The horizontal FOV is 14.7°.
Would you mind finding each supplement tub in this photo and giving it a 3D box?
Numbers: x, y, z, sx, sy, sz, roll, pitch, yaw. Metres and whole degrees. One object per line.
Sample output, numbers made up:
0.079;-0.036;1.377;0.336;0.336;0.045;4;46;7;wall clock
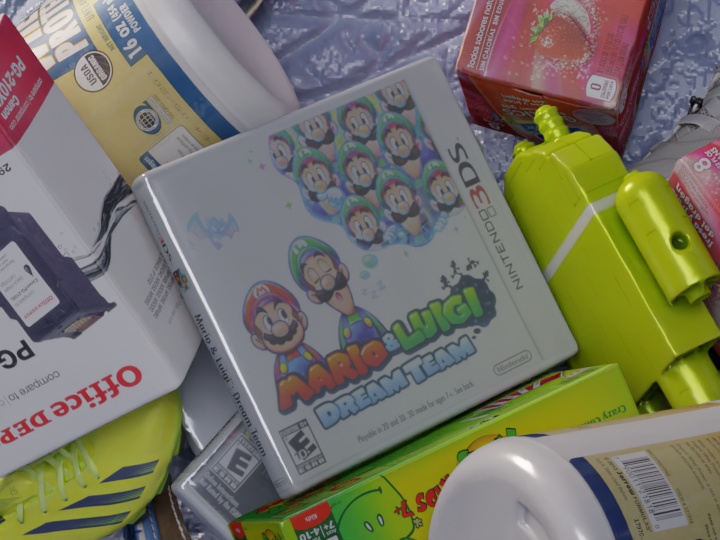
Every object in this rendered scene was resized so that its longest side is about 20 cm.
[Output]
-0.148;-0.075;1.544;0.200;0.145;0.145;-38;74;10;supplement tub
0.148;0.141;1.363;0.199;0.144;0.145;-7;71;-32;supplement tub

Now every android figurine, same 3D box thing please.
0.135;0.008;1.499;0.041;0.182;0.201;-21;72;-20;android figurine

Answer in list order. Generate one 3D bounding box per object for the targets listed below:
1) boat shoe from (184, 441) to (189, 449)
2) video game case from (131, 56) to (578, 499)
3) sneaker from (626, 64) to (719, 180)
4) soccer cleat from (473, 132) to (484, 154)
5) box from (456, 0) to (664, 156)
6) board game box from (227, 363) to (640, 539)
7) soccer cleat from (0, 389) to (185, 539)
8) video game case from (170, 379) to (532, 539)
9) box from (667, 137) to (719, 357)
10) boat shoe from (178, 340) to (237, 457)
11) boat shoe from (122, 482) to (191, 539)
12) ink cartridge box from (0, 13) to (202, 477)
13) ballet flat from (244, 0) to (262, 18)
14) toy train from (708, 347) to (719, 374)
-0.081;0.003;1.585;0.073;0.065;0.201;19;79;12;boat shoe
0.000;0.000;1.481;0.199;0.024;0.183;-24;86;-31;video game case
0.210;-0.075;1.575;0.199;0.075;0.082;-26;60;-7;sneaker
0.041;0.023;1.569;0.086;0.070;0.201;24;84;2;soccer cleat
0.127;-0.177;1.579;0.095;0.100;0.201;14;78;11;box
0.040;0.111;1.448;0.199;0.102;0.048;-24;92;-18;board game box
-0.174;0.120;1.516;0.200;0.083;0.065;-39;53;30;soccer cleat
0.028;0.119;1.508;0.200;0.023;0.182;45;73;-9;video game case
0.245;0.021;1.450;0.099;0.096;0.201;-26;69;-22;box
-0.054;0.106;1.541;0.071;0.068;0.201;-32;89;-21;boat shoe
-0.078;0.203;1.537;0.072;0.072;0.201;-14;72;-13;boat shoe
-0.192;-0.006;1.446;0.144;0.084;0.201;-27;110;22;ink cartridge box
-0.122;-0.141;1.634;0.199;0.069;0.071;-31;93;-2;ballet flat
0.265;0.093;1.512;0.114;0.085;0.200;-41;74;-14;toy train
